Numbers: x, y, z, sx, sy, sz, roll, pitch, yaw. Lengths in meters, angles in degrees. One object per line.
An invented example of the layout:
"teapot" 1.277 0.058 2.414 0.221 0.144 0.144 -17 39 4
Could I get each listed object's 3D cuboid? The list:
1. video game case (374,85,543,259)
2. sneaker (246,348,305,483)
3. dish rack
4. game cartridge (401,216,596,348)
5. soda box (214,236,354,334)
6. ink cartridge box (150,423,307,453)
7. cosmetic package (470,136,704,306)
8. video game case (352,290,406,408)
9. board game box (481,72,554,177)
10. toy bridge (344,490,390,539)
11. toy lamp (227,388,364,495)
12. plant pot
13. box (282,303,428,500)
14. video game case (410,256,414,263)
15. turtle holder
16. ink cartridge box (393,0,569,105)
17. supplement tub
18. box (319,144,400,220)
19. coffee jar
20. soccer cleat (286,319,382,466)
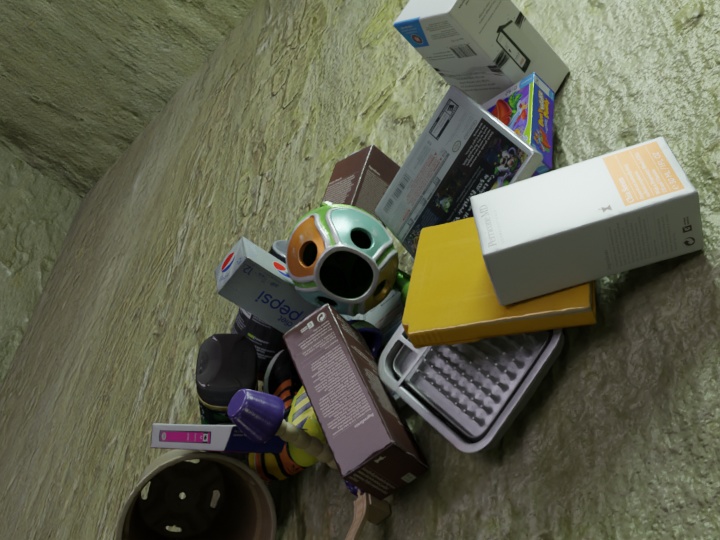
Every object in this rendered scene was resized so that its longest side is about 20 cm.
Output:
"video game case" 0.114 -0.105 0.978 0.201 0.023 0.182 -58 44 20
"sneaker" -0.091 0.196 1.084 0.089 0.070 0.202 -15 46 30
"dish rack" 0.121 0.092 0.850 0.172 0.043 0.200 -55 38 0
"game cartridge" 0.148 0.001 0.835 0.198 0.033 0.177 -12 39 25
"soda box" -0.102 0.040 1.071 0.068 0.199 0.064 -48 30 14
"ink cartridge box" -0.168 0.210 0.977 0.199 0.094 0.038 -12 71 40
"cosmetic package" 0.216 -0.048 0.762 0.198 0.072 0.102 -18 38 12
"video game case" 0.021 0.115 1.034 0.143 0.018 0.201 -40 32 27
"board game box" 0.159 -0.153 1.024 0.199 0.045 0.136 -27 40 42
"toy bridge" 0.010 0.308 0.794 0.027 0.067 0.201 -42 31 22
"toy lamp" -0.064 0.194 0.888 0.058 0.199 0.059 -37 34 30
"plant pot" -0.229 0.326 1.047 0.202 0.199 0.183 -61 17 -10
"box" -0.008 0.147 0.886 0.075 0.100 0.201 -36 50 6
"video game case" 0.157 -0.038 0.978 0.183 0.023 0.200 -50 28 10
"turtle holder" -0.011 0.004 0.998 0.141 0.186 0.132 -38 15 3
"ink cartridge box" 0.164 -0.303 1.062 0.085 0.200 0.146 -56 28 -8
"supplement tub" -0.128 0.059 1.173 0.107 0.106 0.202 -118 45 -59
"box" -0.015 -0.089 1.233 0.100 0.075 0.202 -18 48 50
"coffee jar" -0.188 0.182 1.112 0.201 0.084 0.105 98 171 -48
"soccer cleat" -0.032 0.153 0.990 0.083 0.065 0.202 -1 59 54
